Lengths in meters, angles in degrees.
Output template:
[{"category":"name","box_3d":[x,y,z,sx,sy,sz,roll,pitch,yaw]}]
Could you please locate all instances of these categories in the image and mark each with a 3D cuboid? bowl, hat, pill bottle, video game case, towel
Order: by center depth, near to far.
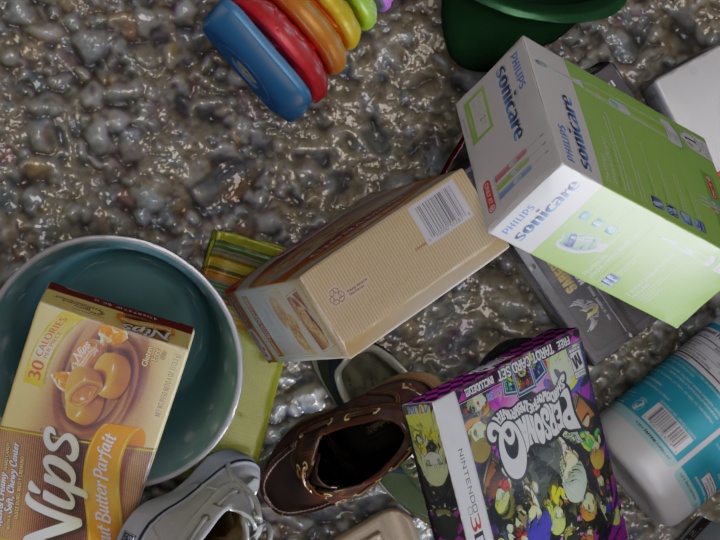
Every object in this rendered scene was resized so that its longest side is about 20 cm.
[{"category":"video game case","box_3d":[0.123,0.157,1.541,0.200,0.036,0.182,-21,100,-48]},{"category":"bowl","box_3d":[-0.185,0.058,1.548,0.200,0.105,0.202,0,105,1]},{"category":"towel","box_3d":[-0.104,0.073,1.622,0.086,0.018,0.201,15,89,-10]},{"category":"hat","box_3d":[0.105,-0.173,1.630,0.199,0.166,0.177,-16,135,-37]},{"category":"pill bottle","box_3d":[0.294,0.110,1.648,0.200,0.111,0.111,-38,98,-7]}]

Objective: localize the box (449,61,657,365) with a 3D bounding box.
[{"category":"box","box_3d":[0.195,-0.046,1.656,0.158,0.048,0.200,-37,98,-6]}]

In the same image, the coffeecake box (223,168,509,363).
[{"category":"coffeecake box","box_3d":[0.000,0.000,1.533,0.153,0.200,0.073,-35,98,-19]}]

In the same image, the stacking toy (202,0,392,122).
[{"category":"stacking toy","box_3d":[-0.019,-0.220,1.582,0.200,0.116,0.110,-43,98,-10]}]

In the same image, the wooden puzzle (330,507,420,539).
[{"category":"wooden puzzle","box_3d":[-0.010,0.311,1.606,0.200,0.037,0.186,-24,97,-41]}]

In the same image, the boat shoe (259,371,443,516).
[{"category":"boat shoe","box_3d":[-0.017,0.143,1.557,0.070,0.200,0.070,47,39,-5]}]

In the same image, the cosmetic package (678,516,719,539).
[{"category":"cosmetic package","box_3d":[0.317,0.335,1.631,0.200,0.165,0.165,44,83,-9]}]

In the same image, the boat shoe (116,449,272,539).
[{"category":"boat shoe","box_3d":[-0.105,0.196,1.521,0.086,0.202,0.075,25,106,16]}]

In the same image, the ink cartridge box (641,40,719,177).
[{"category":"ink cartridge box","box_3d":[0.363,-0.126,1.687,0.200,0.045,0.177,-29,95,-8]}]

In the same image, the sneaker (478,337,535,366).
[{"category":"sneaker","box_3d":[0.115,0.150,1.637,0.071,0.083,0.201,12,61,13]}]

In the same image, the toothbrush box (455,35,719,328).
[{"category":"toothbrush box","box_3d":[0.182,-0.066,1.509,0.200,0.146,0.086,26,126,-32]}]

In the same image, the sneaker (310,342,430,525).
[{"category":"sneaker","box_3d":[0.031,0.131,1.611,0.067,0.090,0.200,-37,98,-9]}]

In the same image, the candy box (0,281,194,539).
[{"category":"candy box","box_3d":[-0.208,0.122,1.484,0.115,0.055,0.201,19,106,-4]}]
